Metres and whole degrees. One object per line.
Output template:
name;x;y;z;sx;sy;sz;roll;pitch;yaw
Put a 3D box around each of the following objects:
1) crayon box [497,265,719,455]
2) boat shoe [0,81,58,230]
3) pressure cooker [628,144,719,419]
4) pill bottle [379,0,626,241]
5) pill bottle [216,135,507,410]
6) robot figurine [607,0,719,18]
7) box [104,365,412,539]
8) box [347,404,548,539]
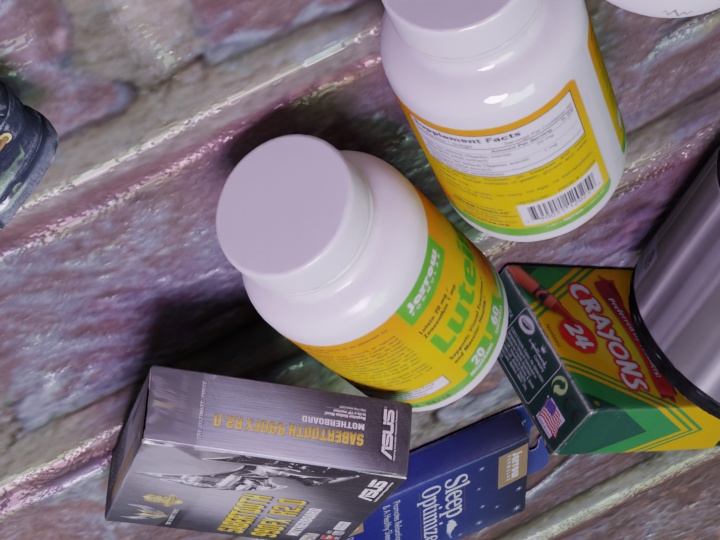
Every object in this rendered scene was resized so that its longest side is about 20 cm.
crayon box;0.184;0.061;1.405;0.199;0.127;0.051;2;138;-42
boat shoe;-0.240;-0.022;0.993;0.200;0.071;0.091;-38;144;11
pressure cooker;0.290;-0.011;1.339;0.177;0.177;0.201;-1;138;-33
pill bottle;0.073;-0.108;1.087;0.111;0.112;0.200;-30;148;1
pill bottle;0.000;0.000;1.166;0.111;0.112;0.200;-35;148;10
robot figurine;0.159;-0.217;0.991;0.125;0.150;0.201;-39;154;-27
box;-0.067;0.119;1.246;0.157;0.049;0.200;8;159;-11
box;0.063;0.170;1.555;0.199;0.033;0.122;-23;148;-12
